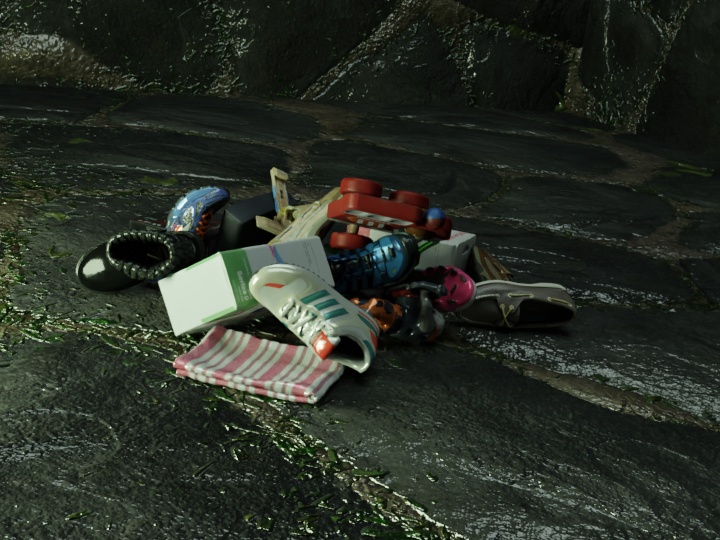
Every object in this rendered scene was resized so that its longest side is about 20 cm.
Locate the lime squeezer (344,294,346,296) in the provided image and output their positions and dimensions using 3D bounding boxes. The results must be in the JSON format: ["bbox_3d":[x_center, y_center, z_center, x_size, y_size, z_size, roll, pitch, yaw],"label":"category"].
[{"bbox_3d":[0.016,0.026,1.826,0.200,0.038,0.071,-8,55,-42],"label":"lime squeezer"}]

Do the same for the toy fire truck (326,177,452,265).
[{"bbox_3d":[0.050,-0.076,1.676,0.200,0.112,0.168,13,-6,-18],"label":"toy fire truck"}]

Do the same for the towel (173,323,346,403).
[{"bbox_3d":[-0.128,0.122,1.444,0.199,0.030,0.146,11,18,11],"label":"towel"}]

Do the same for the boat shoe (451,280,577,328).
[{"bbox_3d":[0.242,0.059,1.734,0.199,0.072,0.060,-1,28,-14],"label":"boat shoe"}]

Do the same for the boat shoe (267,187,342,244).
[{"bbox_3d":[-0.085,-0.080,1.736,0.076,0.072,0.200,34,42,2],"label":"boat shoe"}]

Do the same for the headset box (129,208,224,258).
[{"bbox_3d":[-0.276,-0.055,1.877,0.148,0.075,0.200,14,18,23],"label":"headset box"}]

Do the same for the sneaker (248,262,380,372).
[{"bbox_3d":[-0.059,0.066,1.448,0.200,0.070,0.093,33,26,-18],"label":"sneaker"}]

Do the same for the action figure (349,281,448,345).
[{"bbox_3d":[0.034,0.073,1.622,0.193,0.105,0.200,7,-12,-24],"label":"action figure"}]

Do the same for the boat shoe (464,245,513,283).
[{"bbox_3d":[0.219,0.022,1.855,0.074,0.076,0.200,11,25,-7],"label":"boat shoe"}]

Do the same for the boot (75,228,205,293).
[{"bbox_3d":[-0.339,-0.014,1.585,0.211,0.080,0.158,-16,3,11],"label":"boot"}]

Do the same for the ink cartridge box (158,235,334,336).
[{"bbox_3d":[-0.159,0.020,1.563,0.145,0.088,0.200,-23,-6,41],"label":"ink cartridge box"}]

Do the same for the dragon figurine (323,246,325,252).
[{"bbox_3d":[-0.105,-0.006,1.818,0.099,0.059,0.200,2,19,-19],"label":"dragon figurine"}]

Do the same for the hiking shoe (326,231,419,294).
[{"bbox_3d":[0.000,0.000,1.629,0.200,0.075,0.087,-25,-10,40],"label":"hiking shoe"}]

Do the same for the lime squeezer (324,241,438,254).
[{"bbox_3d":[0.033,-0.015,1.786,0.199,0.071,0.038,-4,50,-21],"label":"lime squeezer"}]

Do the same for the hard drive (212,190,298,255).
[{"bbox_3d":[-0.175,-0.058,1.841,0.042,0.135,0.200,26,23,19],"label":"hard drive"}]

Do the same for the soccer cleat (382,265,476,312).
[{"bbox_3d":[0.121,0.033,1.712,0.086,0.070,0.200,36,-16,-37],"label":"soccer cleat"}]

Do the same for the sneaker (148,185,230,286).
[{"bbox_3d":[-0.272,-0.052,1.729,0.078,0.200,0.075,47,10,17],"label":"sneaker"}]

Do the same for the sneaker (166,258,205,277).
[{"bbox_3d":[-0.217,0.003,1.715,0.083,0.074,0.200,26,25,38],"label":"sneaker"}]

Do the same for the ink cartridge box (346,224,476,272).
[{"bbox_3d":[0.087,-0.036,1.941,0.200,0.083,0.146,13,13,18],"label":"ink cartridge box"}]

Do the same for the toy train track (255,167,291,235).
[{"bbox_3d":[-0.119,-0.100,1.805,0.115,0.033,0.200,22,39,-34],"label":"toy train track"}]
